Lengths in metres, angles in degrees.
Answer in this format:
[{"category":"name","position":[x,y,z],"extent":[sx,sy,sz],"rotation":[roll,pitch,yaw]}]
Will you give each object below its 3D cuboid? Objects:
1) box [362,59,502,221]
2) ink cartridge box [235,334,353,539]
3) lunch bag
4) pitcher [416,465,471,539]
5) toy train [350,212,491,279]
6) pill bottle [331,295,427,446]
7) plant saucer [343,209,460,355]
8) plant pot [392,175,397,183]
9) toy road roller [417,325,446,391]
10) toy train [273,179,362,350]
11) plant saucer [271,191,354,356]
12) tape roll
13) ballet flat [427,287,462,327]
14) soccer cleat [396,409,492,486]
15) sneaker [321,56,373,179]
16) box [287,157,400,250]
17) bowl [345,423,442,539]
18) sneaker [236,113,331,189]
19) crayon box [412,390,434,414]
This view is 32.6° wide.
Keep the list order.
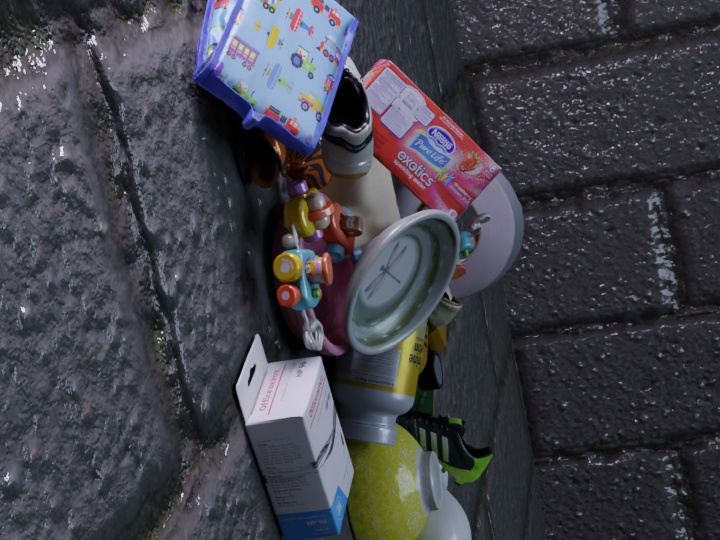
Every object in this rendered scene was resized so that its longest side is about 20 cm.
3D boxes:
[{"category":"box","position":[0.069,-0.161,1.545],"extent":[0.200,0.100,0.096],"rotation":[42,4,-11]},{"category":"ink cartridge box","position":[-0.068,0.177,1.337],"extent":[0.116,0.067,0.202],"rotation":[-75,153,-60]},{"category":"lunch bag","position":[-0.095,-0.227,1.323],"extent":[0.150,0.094,0.201],"rotation":[35,45,-29]},{"category":"pitcher","position":[0.100,0.396,1.851],"extent":[0.201,0.120,0.173],"rotation":[-98,-174,-62]},{"category":"toy train","position":[0.079,-0.014,1.615],"extent":[0.150,0.198,0.056],"rotation":[124,-51,-69]},{"category":"pill bottle","position":[0.023,0.124,1.618],"extent":[0.112,0.111,0.202],"rotation":[31,68,-73]},{"category":"plant saucer","position":[0.040,0.007,1.506],"extent":[0.199,0.050,0.201],"rotation":[-34,143,-30]},{"category":"plant pot","position":[0.018,-0.162,1.771],"extent":[0.201,0.092,0.201],"rotation":[-46,160,-21]},{"category":"toy road roller","position":[0.050,0.079,1.782],"extent":[0.147,0.122,0.201],"rotation":[65,21,-45]},{"category":"toy train","position":[-0.037,-0.019,1.388],"extent":[0.151,0.055,0.201],"rotation":[57,31,-42]},{"category":"plant saucer","position":[-0.058,0.006,1.505],"extent":[0.200,0.050,0.203],"rotation":[-10,90,-72]},{"category":"tape roll","position":[0.131,-0.062,1.760],"extent":[0.066,0.198,0.203],"rotation":[-19,101,-69]},{"category":"ballet flat","position":[0.070,-0.011,1.720],"extent":[0.200,0.062,0.067],"rotation":[51,26,-5]},{"category":"soccer cleat","position":[0.108,0.240,1.843],"extent":[0.199,0.081,0.068],"rotation":[36,19,-10]},{"category":"sneaker","position":[-0.019,-0.205,1.419],"extent":[0.088,0.075,0.201],"rotation":[100,-22,-54]},{"category":"box","position":[-0.024,-0.114,1.611],"extent":[0.163,0.021,0.202],"rotation":[-27,114,-36]},{"category":"bowl","position":[0.054,0.295,1.701],"extent":[0.200,0.107,0.202],"rotation":[-9,90,-76]},{"category":"sneaker","position":[-0.096,-0.129,1.428],"extent":[0.200,0.077,0.113],"rotation":[49,37,-48]},{"category":"crayon box","position":[0.087,0.175,1.928],"extent":[0.201,0.058,0.120],"rotation":[88,4,-49]}]
